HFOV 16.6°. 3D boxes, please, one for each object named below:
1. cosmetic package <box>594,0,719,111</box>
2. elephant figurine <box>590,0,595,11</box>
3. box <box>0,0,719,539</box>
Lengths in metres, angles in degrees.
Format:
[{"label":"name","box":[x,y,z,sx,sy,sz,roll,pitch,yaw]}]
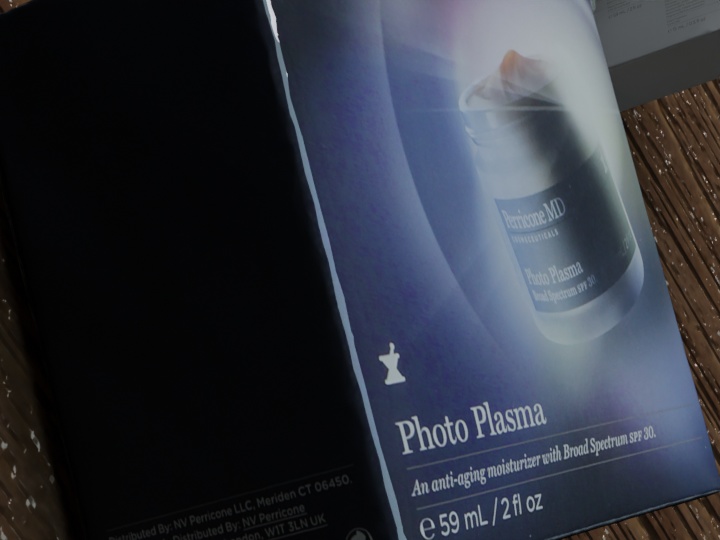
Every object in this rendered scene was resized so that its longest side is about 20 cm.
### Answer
[{"label":"cosmetic package","box":[0.170,-0.134,1.017,0.051,0.200,0.083,16,63,-50]},{"label":"elephant figurine","box":[0.030,-0.175,0.927,0.141,0.155,0.200,32,18,16]},{"label":"box","box":[0.000,0.000,0.789,0.200,0.123,0.199,-7,80,-56]}]
